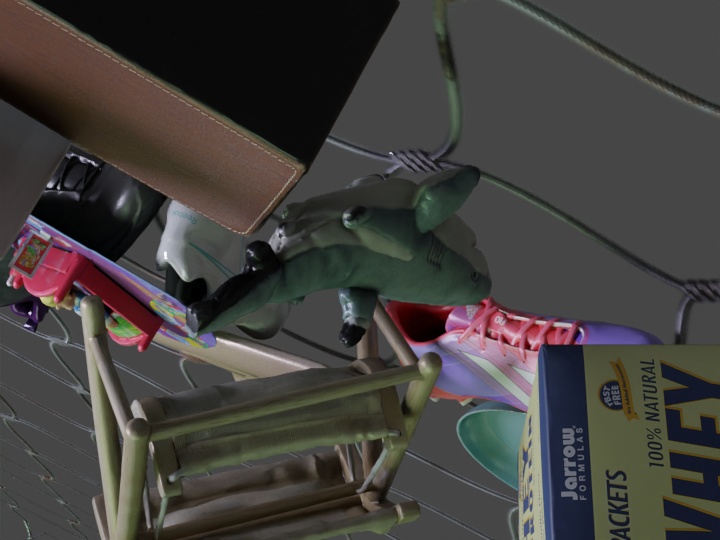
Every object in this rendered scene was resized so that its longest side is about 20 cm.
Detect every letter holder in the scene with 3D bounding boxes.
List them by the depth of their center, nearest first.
[{"bbox_3d":[-0.106,-0.118,0.647,0.199,0.101,0.142,30,159,-8],"label":"letter holder"}]

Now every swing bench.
[{"bbox_3d":[-0.069,0.114,0.860,0.130,0.198,0.201,-122,29,-46],"label":"swing bench"}]

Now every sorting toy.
[{"bbox_3d":[-0.062,0.084,1.073,0.184,0.037,0.200,16,167,24],"label":"sorting toy"}]

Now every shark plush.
[{"bbox_3d":[0.000,0.000,0.695,0.091,0.200,0.084,-4,101,36],"label":"shark plush"}]

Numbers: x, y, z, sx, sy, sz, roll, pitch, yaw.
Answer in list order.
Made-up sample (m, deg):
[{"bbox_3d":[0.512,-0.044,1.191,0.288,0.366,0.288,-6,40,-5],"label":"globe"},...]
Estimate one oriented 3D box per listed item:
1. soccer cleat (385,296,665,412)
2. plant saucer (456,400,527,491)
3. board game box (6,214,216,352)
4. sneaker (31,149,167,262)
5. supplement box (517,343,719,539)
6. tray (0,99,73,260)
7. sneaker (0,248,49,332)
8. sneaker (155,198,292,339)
[{"bbox_3d":[0.098,0.048,0.829,0.199,0.067,0.077,-2,130,47],"label":"soccer cleat"},{"bbox_3d":[0.170,0.148,1.002,0.199,0.028,0.200,22,157,10],"label":"plant saucer"},{"bbox_3d":[-0.196,0.018,0.915,0.199,0.039,0.158,31,164,-3],"label":"board game box"},{"bbox_3d":[-0.205,-0.052,0.934,0.091,0.076,0.200,45,150,-23],"label":"sneaker"},{"bbox_3d":[0.194,0.139,0.733,0.199,0.135,0.200,0,154,3],"label":"supplement box"},{"bbox_3d":[-0.202,-0.090,0.693,0.107,0.200,0.022,33,130,-15],"label":"tray"},{"bbox_3d":[-0.298,-0.011,1.048,0.074,0.088,0.200,15,169,30],"label":"sneaker"},{"bbox_3d":[-0.103,0.007,0.936,0.070,0.080,0.200,16,156,20],"label":"sneaker"}]
